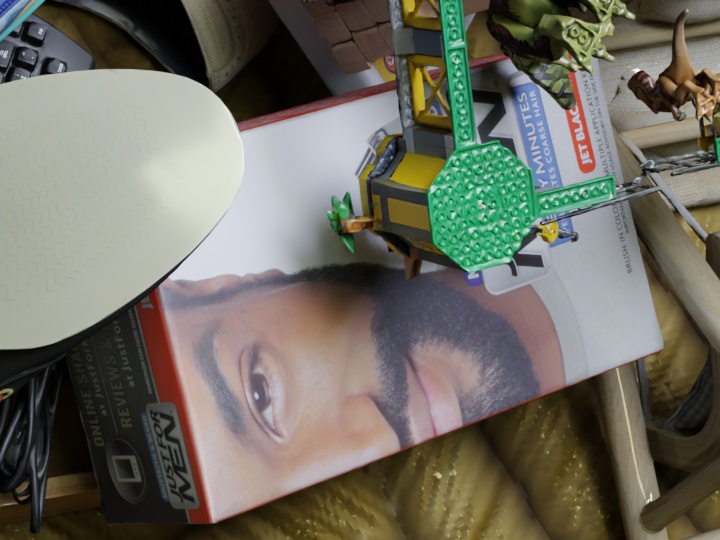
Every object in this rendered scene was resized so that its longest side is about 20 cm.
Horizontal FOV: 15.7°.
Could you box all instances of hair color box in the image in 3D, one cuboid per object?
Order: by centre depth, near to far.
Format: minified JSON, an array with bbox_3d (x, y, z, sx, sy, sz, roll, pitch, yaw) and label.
[{"bbox_3d":[0.000,0.000,0.833,0.199,0.064,0.111,-19,98,-38],"label":"hair color box"}]

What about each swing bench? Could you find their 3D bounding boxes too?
[{"bbox_3d":[0.173,-0.013,0.945,0.198,0.130,0.201,-11,71,-28],"label":"swing bench"}]

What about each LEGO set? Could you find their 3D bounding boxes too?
[{"bbox_3d":[0.055,-0.084,0.805,0.199,0.116,0.154,-24,110,-26],"label":"LEGO set"}]

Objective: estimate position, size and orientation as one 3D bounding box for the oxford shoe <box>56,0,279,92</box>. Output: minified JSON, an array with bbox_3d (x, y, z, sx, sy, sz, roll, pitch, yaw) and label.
[{"bbox_3d":[-0.106,-0.139,0.886,0.200,0.070,0.075,35,62,-10],"label":"oxford shoe"}]

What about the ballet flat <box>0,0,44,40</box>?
[{"bbox_3d":[-0.150,-0.075,0.787,0.200,0.068,0.063,-53,135,-22],"label":"ballet flat"}]

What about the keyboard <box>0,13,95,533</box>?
[{"bbox_3d":[-0.125,0.001,0.803,0.104,0.040,0.201,23,64,-16],"label":"keyboard"}]

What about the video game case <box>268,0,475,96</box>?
[{"bbox_3d":[-0.009,-0.177,0.913,0.200,0.023,0.182,55,43,-27],"label":"video game case"}]

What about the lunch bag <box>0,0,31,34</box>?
[{"bbox_3d":[-0.183,-0.125,0.717,0.161,0.082,0.200,-42,96,-22],"label":"lunch bag"}]

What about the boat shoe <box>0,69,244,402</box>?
[{"bbox_3d":[-0.122,0.007,0.732,0.201,0.063,0.074,-30,78,2],"label":"boat shoe"}]

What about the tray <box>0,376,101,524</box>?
[{"bbox_3d":[-0.101,0.028,0.848,0.199,0.037,0.099,-8,75,-29],"label":"tray"}]

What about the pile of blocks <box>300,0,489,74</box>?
[{"bbox_3d":[0.050,-0.130,0.906,0.200,0.062,0.082,-26,100,-52],"label":"pile of blocks"}]
